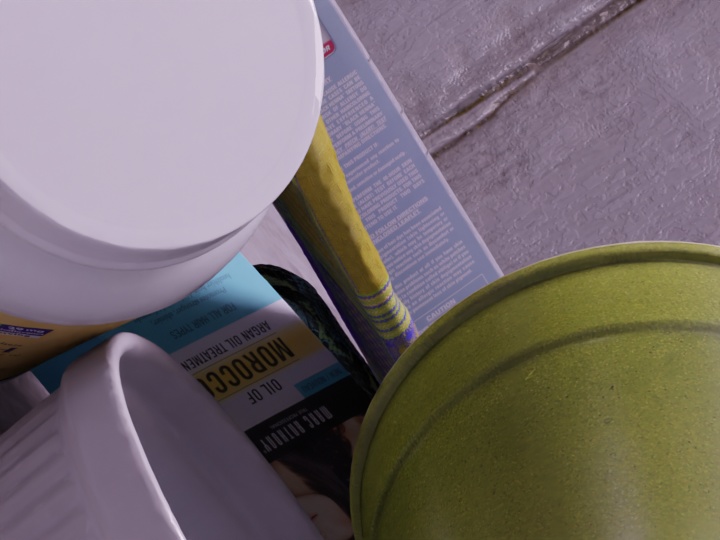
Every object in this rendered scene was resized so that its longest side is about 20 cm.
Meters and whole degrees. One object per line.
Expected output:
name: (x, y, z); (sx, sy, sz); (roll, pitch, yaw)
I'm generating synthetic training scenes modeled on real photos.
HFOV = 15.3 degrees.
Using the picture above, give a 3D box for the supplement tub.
supplement tub: (-0.109, -0.045, 0.845); (0.146, 0.145, 0.200); (55, -29, -7)

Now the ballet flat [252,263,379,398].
ballet flat: (-0.004, 0.073, 1.170); (0.200, 0.074, 0.074); (58, 4, -32)

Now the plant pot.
plant pot: (0.095, 0.126, 0.830); (0.201, 0.200, 0.193); (53, 19, -26)

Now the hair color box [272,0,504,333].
hair color box: (-0.002, -0.032, 1.103); (0.200, 0.061, 0.099); (58, -5, -21)

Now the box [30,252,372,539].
box: (-0.049, 0.056, 1.008); (0.082, 0.049, 0.200); (-27, 67, -41)

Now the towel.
towel: (0.000, 0.000, 0.946); (0.200, 0.023, 0.144); (60, -5, -26)

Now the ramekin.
ramekin: (-0.063, 0.130, 0.847); (0.201, 0.105, 0.200); (55, 7, -10)
